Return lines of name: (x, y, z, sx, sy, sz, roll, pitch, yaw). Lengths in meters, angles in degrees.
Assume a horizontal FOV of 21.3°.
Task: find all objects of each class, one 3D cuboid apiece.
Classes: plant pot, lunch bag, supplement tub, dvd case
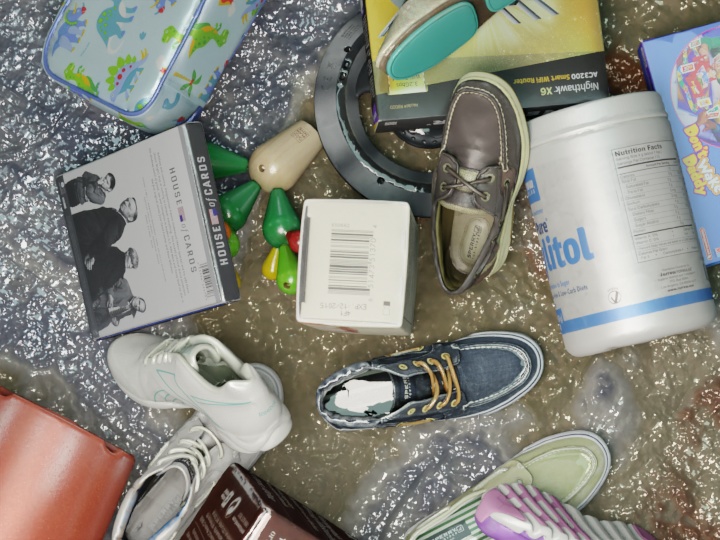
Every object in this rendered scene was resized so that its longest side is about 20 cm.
plant pot: (-0.296, 0.209, 1.596, 0.200, 0.201, 0.196, 27, 81, 5)
lunch bag: (-0.174, -0.226, 1.635, 0.161, 0.082, 0.200, 27, 89, 33)
supplement tub: (0.213, -0.037, 1.599, 0.132, 0.132, 0.201, -14, 85, 3)
dvd case: (-0.181, -0.029, 1.608, 0.025, 0.200, 0.151, -11, 87, -42)

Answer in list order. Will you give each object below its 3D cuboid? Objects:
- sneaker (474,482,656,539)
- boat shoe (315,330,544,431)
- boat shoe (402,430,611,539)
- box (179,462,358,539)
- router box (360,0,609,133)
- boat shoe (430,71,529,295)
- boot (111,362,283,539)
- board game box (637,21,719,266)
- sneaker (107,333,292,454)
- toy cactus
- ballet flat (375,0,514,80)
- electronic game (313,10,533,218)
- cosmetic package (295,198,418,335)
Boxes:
sneaker: (0.169, 0.243, 1.586, 0.200, 0.081, 0.089, 25, 108, -31)
boat shoe: (0.059, 0.098, 1.621, 0.200, 0.091, 0.071, -14, 86, 3)
boat shoe: (0.126, 0.203, 1.625, 0.200, 0.062, 0.072, -32, 86, 1)
box: (-0.057, 0.288, 1.555, 0.200, 0.166, 0.164, 34, 89, -16)
router box: (0.102, -0.206, 1.621, 0.199, 0.052, 0.158, -6, 83, -4)
boat shoe: (0.095, -0.066, 1.581, 0.073, 0.065, 0.200, 12, 127, 20)
boot: (-0.137, 0.166, 1.627, 0.073, 0.096, 0.200, 34, 89, 5)
board game box: (0.329, -0.114, 1.639, 0.134, 0.045, 0.201, -14, 86, 3)
sneaker: (-0.141, 0.082, 1.607, 0.200, 0.080, 0.070, 19, 53, 37)
toy cactus: (-0.103, -0.071, 1.640, 0.200, 0.102, 0.165, 36, 70, 28)
ballet flat: (0.084, -0.229, 1.574, 0.200, 0.067, 0.062, -35, 59, -10)
electronic game: (0.059, -0.145, 1.658, 0.199, 0.042, 0.201, 0, 83, -3)
cosmetic package: (0.000, 0.000, 1.576, 0.087, 0.200, 0.104, 3, 85, 4)
